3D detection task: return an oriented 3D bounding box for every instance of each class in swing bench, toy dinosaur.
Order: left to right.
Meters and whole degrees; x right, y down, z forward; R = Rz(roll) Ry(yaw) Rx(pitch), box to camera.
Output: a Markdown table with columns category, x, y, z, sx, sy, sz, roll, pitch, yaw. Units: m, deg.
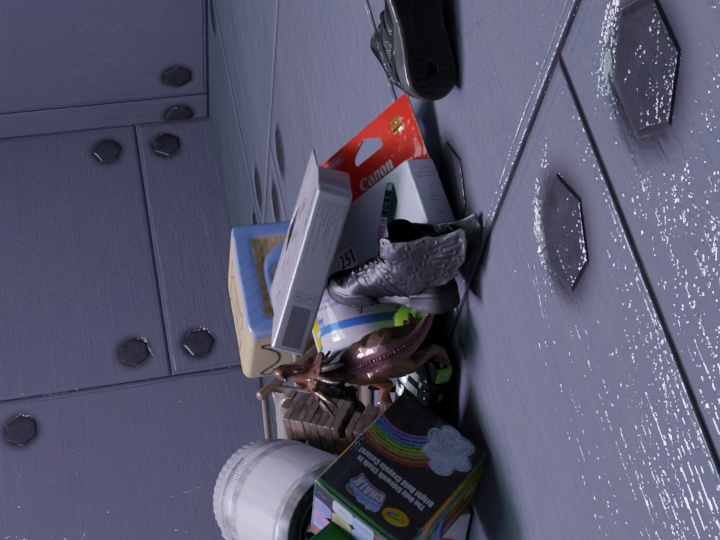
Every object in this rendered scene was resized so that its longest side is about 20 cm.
| category | x | y | z | sx | sy | sz | roll | pitch | yaw |
| --- | --- | --- | --- | --- | --- | --- | --- | --- | --- |
| swing bench | -0.062 | 0.221 | 1.724 | 0.200 | 0.129 | 0.200 | -62 | -25 | -58 |
| toy dinosaur | 0.011 | 0.101 | 1.243 | 0.200 | 0.135 | 0.086 | -35 | 69 | 33 |

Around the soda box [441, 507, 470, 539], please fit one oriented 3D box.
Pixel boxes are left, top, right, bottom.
| category | x | y | z | sx | sy | sz | roll | pitch | yaw |
| --- | --- | --- | --- | --- | --- | --- | --- | --- | --- |
| soda box | 0.086 | 0.337 | 1.389 | 0.064 | 0.068 | 0.200 | -107 | 15 | -45 |

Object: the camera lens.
| category | x | y | z | sx | sy | sz | roll | pitch | yaw |
| --- | --- | --- | --- | --- | --- | --- | --- | --- | --- |
| camera lens | -0.073 | 0.299 | 1.392 | 0.200 | 0.160 | 0.161 | 8 | 107 | 55 |

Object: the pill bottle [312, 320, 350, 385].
| category | x | y | z | sx | sy | sz | roll | pitch | yaw |
| --- | --- | --- | --- | --- | --- | --- | --- | --- | --- |
| pill bottle | -0.021 | 0.058 | 1.622 | 0.200 | 0.112 | 0.113 | -110 | 17 | -47 |

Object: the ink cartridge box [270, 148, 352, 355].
| category | x | y | z | sx | sy | sz | roll | pitch | yaw |
| --- | --- | --- | --- | --- | --- | --- | --- | --- | --- |
| ink cartridge box | -0.061 | -0.027 | 1.327 | 0.176 | 0.045 | 0.201 | -101 | 27 | -69 |

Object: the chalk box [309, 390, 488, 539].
| category | x | y | z | sx | sy | sz | roll | pitch | yaw |
| --- | --- | --- | --- | --- | --- | --- | --- | --- | --- |
| chalk box | 0.027 | 0.258 | 1.233 | 0.125 | 0.200 | 0.124 | 36 | 148 | 21 |

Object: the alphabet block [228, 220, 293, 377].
| category | x | y | z | sx | sy | sz | roll | pitch | yaw |
| --- | --- | --- | --- | --- | --- | --- | --- | --- | --- |
| alphabet block | -0.112 | 0.046 | 1.868 | 0.200 | 0.195 | 0.197 | 108 | 153 | -63 |

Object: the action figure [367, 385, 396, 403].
| category | x | y | z | sx | sy | sz | roll | pitch | yaw |
| --- | --- | --- | --- | --- | --- | --- | --- | --- | --- |
| action figure | 0.055 | 0.248 | 1.505 | 0.052 | 0.065 | 0.201 | -30 | 61 | 31 |

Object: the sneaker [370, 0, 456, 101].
| category | x | y | z | sx | sy | sz | roll | pitch | yaw |
| --- | --- | --- | --- | --- | --- | --- | --- | --- | --- |
| sneaker | 0.045 | -0.279 | 1.171 | 0.114 | 0.076 | 0.200 | -150 | 47 | -68 |

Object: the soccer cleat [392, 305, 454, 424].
| category | x | y | z | sx | sy | sz | roll | pitch | yaw |
| --- | --- | --- | --- | --- | --- | --- | --- | --- | --- |
| soccer cleat | 0.079 | 0.134 | 1.319 | 0.081 | 0.067 | 0.201 | 10 | 109 | 62 |

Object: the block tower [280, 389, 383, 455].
| category | x | y | z | sx | sy | sz | roll | pitch | yaw |
| --- | --- | --- | --- | --- | --- | --- | --- | --- | --- |
| block tower | -0.006 | 0.208 | 1.462 | 0.054 | 0.199 | 0.058 | -60 | -32 | -43 |

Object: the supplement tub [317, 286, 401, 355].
| category | x | y | z | sx | sy | sz | roll | pitch | yaw |
| --- | --- | --- | --- | --- | --- | --- | --- | --- | --- |
| supplement tub | 0.000 | 0.000 | 1.438 | 0.132 | 0.131 | 0.201 | 126 | 135 | -73 |

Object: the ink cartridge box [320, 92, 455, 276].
| category | x | y | z | sx | sy | sz | roll | pitch | yaw |
| --- | --- | --- | --- | --- | --- | --- | --- | --- | --- |
| ink cartridge box | 0.014 | -0.082 | 1.297 | 0.200 | 0.043 | 0.174 | -35 | 71 | 50 |

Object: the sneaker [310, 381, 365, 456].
| category | x | y | z | sx | sy | sz | roll | pitch | yaw |
| --- | --- | --- | --- | --- | --- | --- | --- | --- | --- |
| sneaker | -0.019 | 0.225 | 1.560 | 0.201 | 0.098 | 0.071 | 50 | -170 | -30 |

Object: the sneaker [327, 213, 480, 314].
| category | x | y | z | sx | sy | sz | roll | pitch | yaw |
| --- | --- | --- | --- | --- | --- | --- | --- | --- | --- |
| sneaker | 0.041 | -0.013 | 1.200 | 0.199 | 0.060 | 0.105 | 7 | 122 | 36 |
